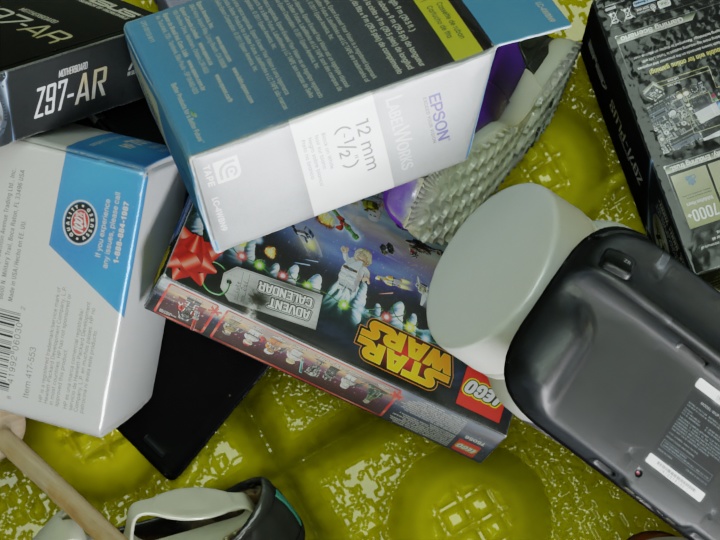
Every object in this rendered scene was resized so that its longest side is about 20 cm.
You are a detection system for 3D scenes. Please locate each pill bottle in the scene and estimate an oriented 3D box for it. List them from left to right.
[{"bbox_3d":[0.136,0.045,1.203,0.200,0.113,0.113,32,79,-28],"label":"pill bottle"}]

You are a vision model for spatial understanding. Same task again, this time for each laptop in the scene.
[{"bbox_3d":[-0.092,-0.026,1.322,0.187,0.116,0.200,44,111,10],"label":"laptop"}]

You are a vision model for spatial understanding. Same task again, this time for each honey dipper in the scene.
[{"bbox_3d":[-0.161,0.113,1.232,0.038,0.038,0.200,-49,50,-8],"label":"honey dipper"}]

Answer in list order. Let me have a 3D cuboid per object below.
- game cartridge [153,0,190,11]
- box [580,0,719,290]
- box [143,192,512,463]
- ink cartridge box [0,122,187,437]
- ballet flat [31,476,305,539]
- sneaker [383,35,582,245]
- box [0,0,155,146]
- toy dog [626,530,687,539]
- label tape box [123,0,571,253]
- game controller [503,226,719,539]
[{"bbox_3d":[-0.036,-0.210,1.331,0.199,0.038,0.130,-27,74,-14],"label":"game cartridge"},{"bbox_3d":[0.241,-0.093,1.285,0.199,0.086,0.164,-19,78,-4],"label":"box"},{"bbox_3d":[0.000,0.000,1.249,0.199,0.040,0.137,25,56,-9],"label":"box"},{"bbox_3d":[-0.204,-0.012,1.249,0.199,0.086,0.147,15,104,13],"label":"ink cartridge box"},{"bbox_3d":[-0.129,0.153,1.253,0.199,0.069,0.068,-18,37,-6],"label":"ballet flat"},{"bbox_3d":[0.039,-0.086,1.263,0.099,0.070,0.200,29,36,10],"label":"sneaker"},{"bbox_3d":[-0.228,-0.127,1.245,0.200,0.160,0.044,24,120,30],"label":"box"},{"bbox_3d":[0.210,0.199,1.180,0.199,0.140,0.195,10,122,10],"label":"toy dog"},{"bbox_3d":[-0.005,-0.101,1.189,0.199,0.066,0.143,-19,37,-8],"label":"label tape box"},{"bbox_3d":[0.165,0.070,1.118,0.200,0.042,0.104,37,89,-8],"label":"game controller"}]
